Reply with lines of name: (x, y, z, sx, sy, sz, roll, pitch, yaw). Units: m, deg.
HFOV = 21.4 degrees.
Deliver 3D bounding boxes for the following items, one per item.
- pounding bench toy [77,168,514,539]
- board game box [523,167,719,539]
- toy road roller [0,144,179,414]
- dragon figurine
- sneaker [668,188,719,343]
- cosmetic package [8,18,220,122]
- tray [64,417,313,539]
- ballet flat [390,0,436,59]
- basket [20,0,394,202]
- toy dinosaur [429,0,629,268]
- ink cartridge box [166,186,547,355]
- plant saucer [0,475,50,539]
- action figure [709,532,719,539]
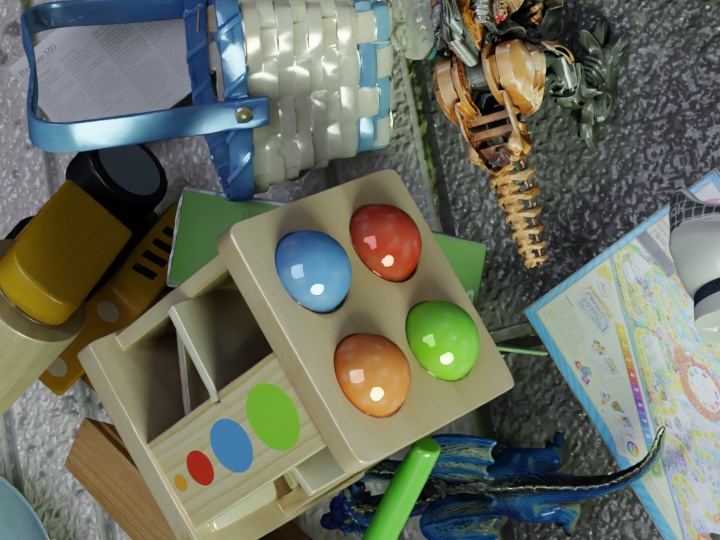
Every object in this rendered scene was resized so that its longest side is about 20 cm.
pounding bench toy: (-0.009, 0.076, 0.928, 0.156, 0.124, 0.200, -35, 82, 42)
board game box: (0.194, 0.066, 1.009, 0.134, 0.034, 0.200, -37, 69, 20)
toy road roller: (-0.153, 0.027, 1.110, 0.146, 0.200, 0.123, 42, 124, -7)
dragon figurine: (0.064, 0.117, 1.021, 0.200, 0.099, 0.059, -8, 83, 45)
sneaker: (0.254, -0.028, 0.950, 0.199, 0.076, 0.081, -13, 62, 5)
cosmetic package: (-0.113, -0.155, 1.166, 0.200, 0.051, 0.083, -34, 104, 20)
tray: (-0.085, 0.140, 1.059, 0.200, 0.098, 0.037, 31, 99, 58)
ballet flat: (0.026, -0.223, 1.103, 0.072, 0.072, 0.201, 7, 84, 28)
basket: (-0.086, -0.116, 1.048, 0.199, 0.177, 0.140, -3, 121, -9)
toy dinosaur: (0.072, -0.106, 1.032, 0.102, 0.136, 0.201, 10, 89, 27)
ink cartridge box: (0.000, 0.000, 1.058, 0.200, 0.104, 0.060, 10, 89, 39)
plant saucer: (-0.262, 0.220, 1.229, 0.200, 0.039, 0.202, -3, 84, 27)
action figure: (0.207, 0.178, 0.923, 0.102, 0.199, 0.119, 20, 114, 51)
